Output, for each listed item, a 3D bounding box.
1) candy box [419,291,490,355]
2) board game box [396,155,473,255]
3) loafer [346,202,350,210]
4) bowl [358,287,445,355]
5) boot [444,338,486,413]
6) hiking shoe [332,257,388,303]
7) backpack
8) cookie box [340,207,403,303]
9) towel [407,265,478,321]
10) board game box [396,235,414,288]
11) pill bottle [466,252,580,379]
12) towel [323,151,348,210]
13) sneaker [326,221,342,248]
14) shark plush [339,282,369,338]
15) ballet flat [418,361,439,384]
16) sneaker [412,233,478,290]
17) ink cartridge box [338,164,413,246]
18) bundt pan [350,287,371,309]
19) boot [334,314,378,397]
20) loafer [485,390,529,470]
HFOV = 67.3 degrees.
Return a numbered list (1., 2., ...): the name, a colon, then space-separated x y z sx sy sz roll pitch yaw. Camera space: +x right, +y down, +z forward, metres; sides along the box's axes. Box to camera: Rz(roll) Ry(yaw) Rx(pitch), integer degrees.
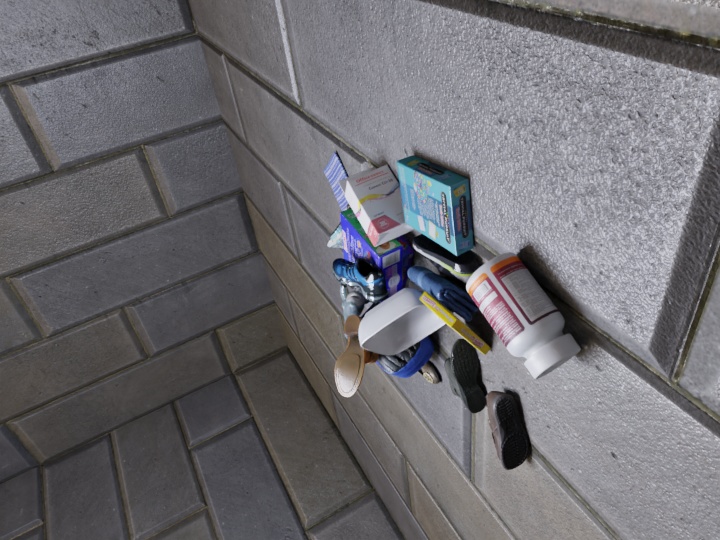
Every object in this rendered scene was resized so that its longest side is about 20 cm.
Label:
1. candy box: 0.205 0.115 1.153 0.102 0.026 0.200 40 -178 41
2. board game box: 0.153 -0.140 1.127 0.200 0.047 0.152 41 149 53
3. loafer: -0.011 -0.103 1.559 0.063 0.071 0.202 -50 -49 -65
4. bowl: 0.100 0.117 1.297 0.199 0.199 0.075 27 -147 -54
5. boot: 0.238 0.245 1.334 0.131 0.067 0.202 -145 37 -68
6. hiking shoe: 0.000 0.000 1.331 0.199 0.074 0.088 30 134 43
7. backpack: 0.106 0.188 1.483 0.167 0.163 0.200 28 -166 -50
8. cookie box: 0.028 -0.047 1.405 0.200 0.075 0.172 50 155 38
9. towel: 0.177 0.041 1.185 0.111 0.049 0.200 35 -177 -20
10. board game box: 0.079 -0.037 1.467 0.135 0.044 0.201 58 160 26
11. pill bottle: 0.279 0.077 0.933 0.201 0.109 0.110 59 160 23
12. towel: -0.055 -0.241 1.640 0.202 0.024 0.145 66 161 4
13. sneaker: -0.054 -0.091 1.735 0.086 0.078 0.200 39 174 -1
14. shark plush: -0.034 0.113 1.403 0.201 0.090 0.084 121 164 -49
15. ballet flat: 0.166 0.278 1.598 0.200 0.046 0.068 41 150 54
16. sneaker: 0.179 -0.016 1.165 0.200 0.071 0.084 43 152 51
17. ink cartridge box: 0.039 -0.173 1.301 0.201 0.116 0.068 60 162 19
18. bundt pan: 0.017 0.036 1.686 0.202 0.075 0.203 53 157 34
19. boot: 0.003 0.219 1.345 0.155 0.073 0.202 42 -126 -63
20. loafer: 0.327 0.352 1.215 0.071 0.072 0.202 -133 29 -70
